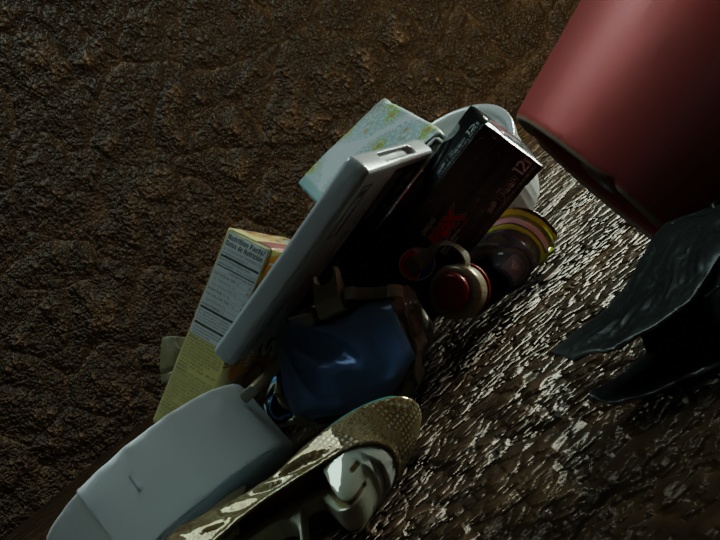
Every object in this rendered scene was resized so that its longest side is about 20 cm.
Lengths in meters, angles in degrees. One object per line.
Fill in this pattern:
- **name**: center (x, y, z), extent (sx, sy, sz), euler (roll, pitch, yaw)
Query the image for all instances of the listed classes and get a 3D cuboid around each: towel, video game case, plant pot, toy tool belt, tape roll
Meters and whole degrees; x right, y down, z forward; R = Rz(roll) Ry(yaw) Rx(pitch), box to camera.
- **towel**: center (0.014, -0.131, 0.970), extent (0.171, 0.048, 0.200), euler (-42, 33, 0)
- **video game case**: center (-0.026, -0.022, 0.648), extent (0.200, 0.023, 0.182), euler (-53, -8, 23)
- **plant pot**: center (0.205, -0.117, 0.457), extent (0.177, 0.200, 0.200), euler (-49, 3, 12)
- **toy tool belt**: center (0.004, 0.056, 0.618), extent (0.200, 0.125, 0.123), euler (-31, -12, 23)
- **tape roll**: center (-0.152, 0.188, 0.625), extent (0.202, 0.071, 0.203), euler (-41, -15, -13)

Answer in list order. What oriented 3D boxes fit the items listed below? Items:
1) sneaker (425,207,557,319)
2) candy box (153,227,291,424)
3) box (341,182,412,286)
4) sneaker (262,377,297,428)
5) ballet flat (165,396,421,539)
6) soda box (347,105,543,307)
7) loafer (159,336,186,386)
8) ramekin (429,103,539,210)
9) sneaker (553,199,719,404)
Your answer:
- **sneaker**: center (0.097, 0.008, 0.740), extent (0.081, 0.074, 0.200), euler (-49, 8, -38)
- **candy box**: center (-0.117, 0.063, 0.744), extent (0.201, 0.055, 0.115), euler (-68, -20, 6)
- **box**: center (0.000, 0.000, 0.826), extent (0.141, 0.079, 0.200), euler (-105, 38, -68)
- **sneaker**: center (-0.102, 0.155, 0.878), extent (0.200, 0.072, 0.072), euler (-36, 0, 43)
- **ballet flat**: center (-0.032, 0.153, 0.476), extent (0.200, 0.071, 0.065), euler (-33, 28, -13)
- **soda box**: center (0.070, -0.046, 0.695), extent (0.200, 0.071, 0.063), euler (-52, 18, 19)
- **loafer**: center (-0.181, 0.093, 1.008), extent (0.076, 0.068, 0.200), euler (-11, 7, 39)
- **ramekin**: center (0.124, -0.102, 0.946), extent (0.200, 0.098, 0.201), euler (-28, 37, 23)
- **sneaker**: center (0.187, -0.017, 0.365), extent (0.200, 0.060, 0.104), euler (-46, 12, -25)
